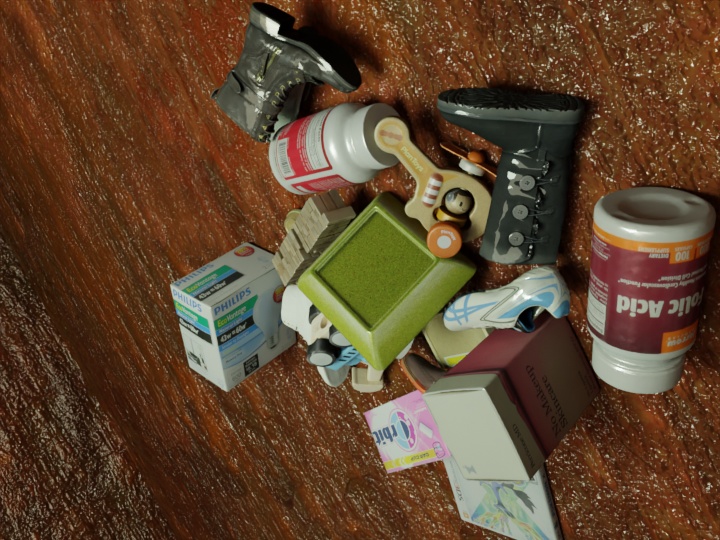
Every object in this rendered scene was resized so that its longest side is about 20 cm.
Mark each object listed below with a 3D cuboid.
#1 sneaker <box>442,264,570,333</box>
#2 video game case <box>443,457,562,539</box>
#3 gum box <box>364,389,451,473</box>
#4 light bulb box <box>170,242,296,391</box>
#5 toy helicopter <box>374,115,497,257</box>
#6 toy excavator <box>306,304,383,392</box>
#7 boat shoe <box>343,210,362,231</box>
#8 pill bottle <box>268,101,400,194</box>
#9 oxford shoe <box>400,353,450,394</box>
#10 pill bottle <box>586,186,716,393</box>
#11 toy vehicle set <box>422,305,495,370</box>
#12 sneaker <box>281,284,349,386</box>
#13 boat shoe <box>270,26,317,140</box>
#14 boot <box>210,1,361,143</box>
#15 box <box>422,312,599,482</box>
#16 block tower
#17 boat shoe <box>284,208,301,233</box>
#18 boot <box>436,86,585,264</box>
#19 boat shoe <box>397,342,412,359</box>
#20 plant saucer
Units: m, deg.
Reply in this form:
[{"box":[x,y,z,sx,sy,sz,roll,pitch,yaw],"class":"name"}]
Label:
[{"box":[0.181,0.053,0.813,0.200,0.071,0.073,-28,69,50],"class":"sneaker"},{"box":[0.230,0.367,1.048,0.199,0.022,0.183,0,114,47],"class":"video game case"},{"box":[0.099,0.265,1.064,0.200,0.066,0.114,-39,70,51],"class":"gum box"},{"box":[-0.241,0.086,1.226,0.124,0.198,0.201,22,130,34],"class":"light bulb box"},{"box":[0.100,-0.125,0.811,0.132,0.079,0.200,-39,101,26],"class":"toy helicopter"},{"box":[-0.003,0.132,1.051,0.199,0.100,0.194,25,133,-27],"class":"toy excavator"},{"box":[0.000,0.000,0.954,0.070,0.070,0.201,-49,43,45],"class":"boat shoe"},{"box":[-0.034,-0.176,0.902,0.199,0.112,0.113,-3,112,47],"class":"pill bottle"},{"box":[0.147,0.172,0.946,0.199,0.071,0.073,32,106,33],"class":"oxford shoe"},{"box":[0.304,0.023,0.671,0.114,0.114,0.201,17,126,39],"class":"pill bottle"},{"box":[0.177,0.145,0.955,0.124,0.026,0.201,-21,98,51],"class":"toy vehicle set"},{"box":[-0.088,0.118,1.191,0.115,0.073,0.202,-1,104,49],"class":"sneaker"},{"box":[-0.111,-0.281,0.962,0.075,0.061,0.200,33,139,-9],"class":"boat shoe"},{"box":[-0.107,-0.252,0.876,0.200,0.069,0.175,37,125,9],"class":"boot"},{"box":[0.197,0.157,0.803,0.109,0.200,0.128,-21,99,50],"class":"box"},{"box":[-0.079,-0.050,0.989,0.058,0.054,0.200,60,143,13],"class":"block tower"},{"box":[-0.073,-0.018,1.086,0.201,0.063,0.073,54,141,5],"class":"boat shoe"},{"box":[0.165,-0.106,0.745,0.164,0.066,0.201,11,127,16],"class":"boot"},{"box":[0.062,0.054,0.972,0.063,0.071,0.201,10,125,-7],"class":"boat shoe"},{"box":[0.025,0.001,0.882,0.200,0.200,0.048,43,179,29],"class":"plant saucer"}]
